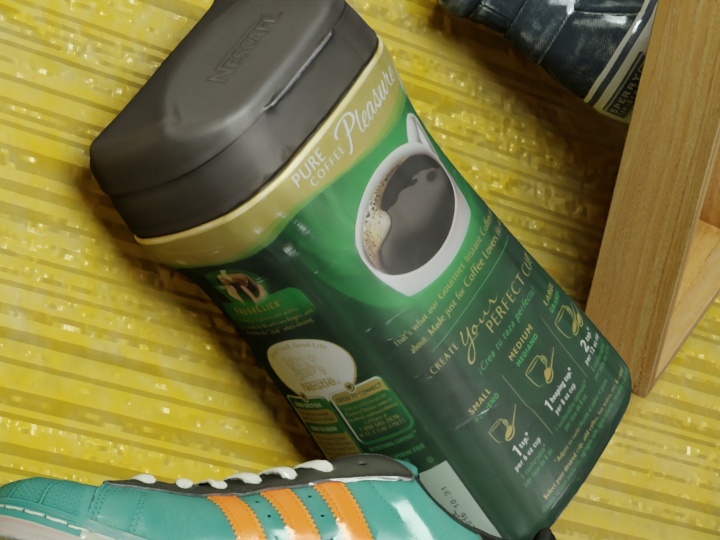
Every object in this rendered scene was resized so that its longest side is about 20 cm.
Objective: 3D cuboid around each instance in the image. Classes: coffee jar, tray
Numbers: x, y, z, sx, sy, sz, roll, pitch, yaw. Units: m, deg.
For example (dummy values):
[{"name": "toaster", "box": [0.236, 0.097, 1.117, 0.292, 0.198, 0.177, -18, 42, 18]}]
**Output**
[{"name": "coffee jar", "box": [0.000, 0.000, 0.943, 0.200, 0.085, 0.104, 53, 52, -21]}, {"name": "tray", "box": [0.128, -0.054, 1.020, 0.037, 0.200, 0.099, 27, 50, 15]}]

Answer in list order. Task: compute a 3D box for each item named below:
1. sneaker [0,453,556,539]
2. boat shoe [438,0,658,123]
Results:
[{"name": "sneaker", "box": [-0.026, 0.094, 0.889, 0.200, 0.071, 0.080, 19, 55, -14]}, {"name": "boat shoe", "box": [0.097, -0.143, 1.080, 0.091, 0.071, 0.200, 31, 40, -3]}]
